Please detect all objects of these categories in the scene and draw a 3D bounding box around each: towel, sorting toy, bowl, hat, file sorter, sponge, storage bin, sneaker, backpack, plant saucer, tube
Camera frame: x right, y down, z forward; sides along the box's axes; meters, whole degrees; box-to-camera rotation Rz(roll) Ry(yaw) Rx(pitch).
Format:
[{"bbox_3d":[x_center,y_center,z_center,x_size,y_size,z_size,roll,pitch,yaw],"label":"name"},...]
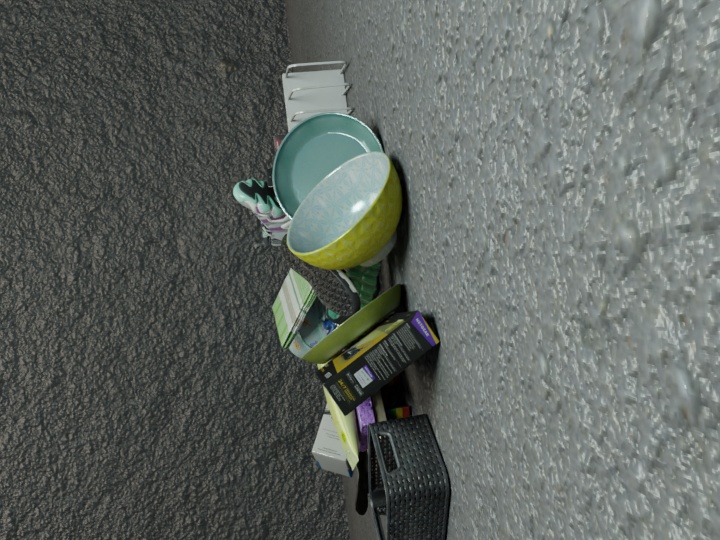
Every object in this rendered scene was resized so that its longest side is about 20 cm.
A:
[{"bbox_3d":[-0.120,0.038,1.161,0.202,0.030,0.150,-61,28,22],"label":"towel"},{"bbox_3d":[0.043,0.254,1.056,0.201,0.068,0.203,93,168,-51],"label":"sorting toy"},{"bbox_3d":[-0.006,-0.070,0.870,0.108,0.199,0.201,46,-167,-31],"label":"bowl"},{"bbox_3d":[0.035,0.423,1.225,0.201,0.079,0.205,-2,-90,-82],"label":"hat"},{"bbox_3d":[-0.085,-0.334,1.227,0.124,0.136,0.204,-156,59,-78],"label":"file sorter"},{"bbox_3d":[-0.007,0.204,1.020,0.112,0.029,0.203,94,167,-53],"label":"sponge"},{"bbox_3d":[0.068,0.335,0.867,0.136,0.092,0.203,-109,14,-55],"label":"storage bin"},{"bbox_3d":[-0.050,-0.010,0.943,0.200,0.082,0.072,45,134,28],"label":"sneaker"},{"bbox_3d":[-0.183,-0.094,1.127,0.140,0.198,0.079,-45,47,31],"label":"sneaker"},{"bbox_3d":[-0.067,0.105,1.253,0.153,0.196,0.179,148,117,-62],"label":"backpack"},{"bbox_3d":[-0.007,0.093,0.924,0.031,0.199,0.200,53,167,7],"label":"plant saucer"},{"bbox_3d":[0.000,0.000,1.017,0.202,0.073,0.088,-62,10,19],"label":"sneaker"},{"bbox_3d":[-0.033,0.231,0.974,0.058,0.051,0.203,25,-138,-54],"label":"tube"},{"bbox_3d":[-0.051,-0.163,0.970,0.036,0.196,0.204,15,-113,-78],"label":"plant saucer"}]

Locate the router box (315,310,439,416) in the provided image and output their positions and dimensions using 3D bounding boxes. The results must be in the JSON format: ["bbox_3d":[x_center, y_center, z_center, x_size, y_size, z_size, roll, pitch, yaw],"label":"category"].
[{"bbox_3d":[0.015,0.126,0.819,0.053,0.156,0.200,54,170,0],"label":"router box"}]

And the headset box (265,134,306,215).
[{"bbox_3d":[-0.079,-0.190,1.080,0.076,0.196,0.150,92,167,-49],"label":"headset box"}]

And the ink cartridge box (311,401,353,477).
[{"bbox_3d":[-0.034,0.345,1.306,0.147,0.083,0.203,81,-157,-57],"label":"ink cartridge box"}]

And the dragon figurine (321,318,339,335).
[{"bbox_3d":[-0.032,0.088,1.130,0.202,0.058,0.099,-62,9,-21],"label":"dragon figurine"}]
